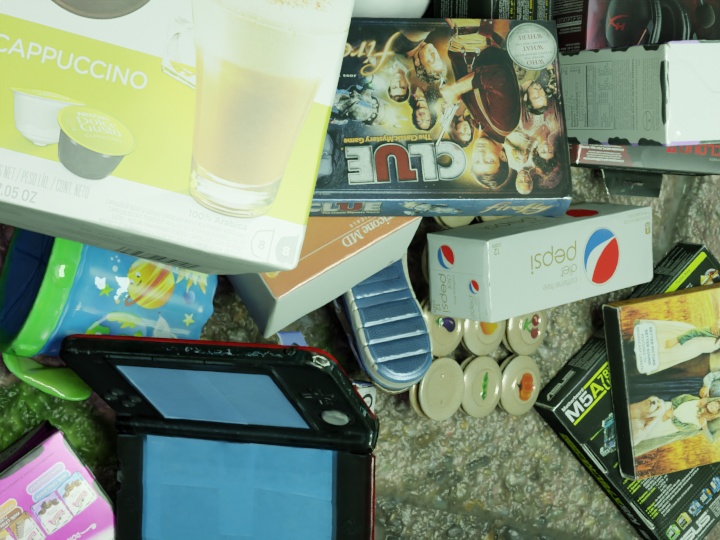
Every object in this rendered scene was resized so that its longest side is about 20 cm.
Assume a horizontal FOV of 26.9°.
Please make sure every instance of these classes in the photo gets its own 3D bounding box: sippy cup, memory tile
[{"bbox_3d":[-0.175,0.008,1.064,0.129,0.177,0.141,17,65,-25],"label":"sippy cup"},{"bbox_3d":[0.102,0.019,1.204,0.152,0.017,0.203,4,94,-43],"label":"memory tile"}]

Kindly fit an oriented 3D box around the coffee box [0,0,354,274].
[{"bbox_3d":[-0.134,-0.116,0.897,0.198,0.200,0.200,14,85,-17],"label":"coffee box"}]

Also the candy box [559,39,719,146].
[{"bbox_3d":[0.242,-0.129,1.096,0.166,0.200,0.072,-4,96,-19],"label":"candy box"}]

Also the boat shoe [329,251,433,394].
[{"bbox_3d":[0.000,0.000,1.158,0.071,0.072,0.202,-5,71,-17],"label":"boat shoe"}]

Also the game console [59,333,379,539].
[{"bbox_3d":[-0.096,0.133,1.004,0.173,0.198,0.120,59,38,-56],"label":"game console"}]

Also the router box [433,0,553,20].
[{"bbox_3d":[0.104,-0.187,1.154,0.149,0.051,0.203,-6,98,-65],"label":"router box"}]

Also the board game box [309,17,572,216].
[{"bbox_3d":[0.042,-0.106,1.035,0.197,0.035,0.137,-1,72,-9],"label":"board game box"}]

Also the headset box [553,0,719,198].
[{"bbox_3d":[0.229,-0.162,1.236,0.147,0.075,0.203,3,93,-21],"label":"headset box"}]

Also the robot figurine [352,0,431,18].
[{"bbox_3d":[-0.010,-0.253,1.117,0.169,0.112,0.202,-30,106,-42],"label":"robot figurine"}]

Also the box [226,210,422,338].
[{"bbox_3d":[-0.064,-0.076,1.080,0.124,0.098,0.201,-30,79,-16],"label":"box"}]

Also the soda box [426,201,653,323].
[{"bbox_3d":[0.144,-0.009,1.182,0.199,0.068,0.064,-13,104,-41],"label":"soda box"}]

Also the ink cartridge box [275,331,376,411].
[{"bbox_3d":[-0.047,0.149,1.117,0.075,0.136,0.203,9,92,18],"label":"ink cartridge box"}]

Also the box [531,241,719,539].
[{"bbox_3d":[0.275,0.113,1.291,0.200,0.047,0.193,-45,105,-11],"label":"box"}]

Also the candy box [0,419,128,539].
[{"bbox_3d":[-0.222,0.231,1.101,0.136,0.061,0.201,-36,105,-15],"label":"candy box"}]

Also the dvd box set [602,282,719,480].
[{"bbox_3d":[0.302,0.085,1.258,0.198,0.029,0.148,-9,97,-19],"label":"dvd box set"}]
